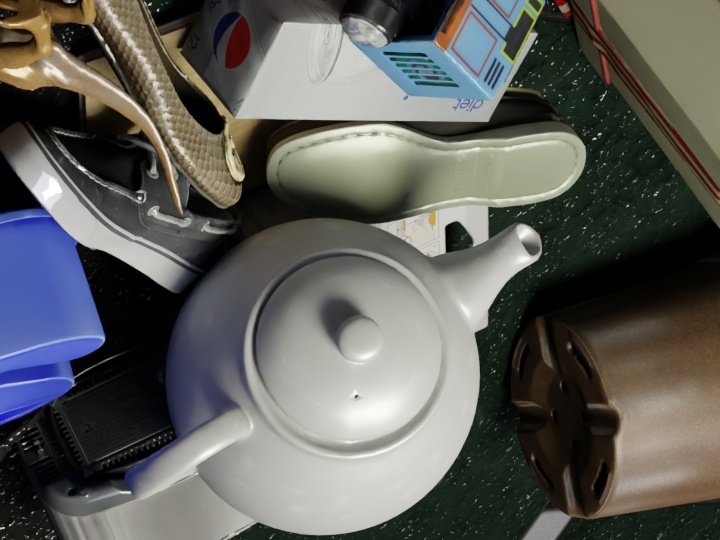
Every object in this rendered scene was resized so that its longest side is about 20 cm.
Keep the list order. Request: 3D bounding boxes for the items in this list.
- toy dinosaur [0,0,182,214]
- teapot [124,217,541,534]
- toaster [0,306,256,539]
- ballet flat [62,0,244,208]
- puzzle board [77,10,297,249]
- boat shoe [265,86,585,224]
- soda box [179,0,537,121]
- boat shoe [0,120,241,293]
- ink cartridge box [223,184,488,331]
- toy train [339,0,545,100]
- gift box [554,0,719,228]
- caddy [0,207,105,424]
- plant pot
[{"bbox_3d":[-0.161,-0.108,1.186,0.199,0.061,0.106,19,145,-14],"label":"toy dinosaur"},{"bbox_3d":[-0.019,0.056,1.350,0.196,0.201,0.146,15,166,-8],"label":"teapot"},{"bbox_3d":[-0.132,0.114,1.473,0.199,0.114,0.129,-26,147,-13],"label":"toaster"},{"bbox_3d":[-0.107,-0.113,1.238,0.046,0.067,0.200,-31,123,2],"label":"ballet flat"},{"bbox_3d":[-0.073,-0.101,1.366,0.199,0.017,0.151,-22,144,-23],"label":"puzzle board"},{"bbox_3d":[0.033,-0.074,1.423,0.200,0.061,0.072,-2,130,-20],"label":"boat shoe"},{"bbox_3d":[0.002,-0.128,1.331,0.199,0.064,0.068,-2,132,-43],"label":"soda box"},{"bbox_3d":[-0.126,-0.046,1.299,0.068,0.072,0.200,-41,149,8],"label":"boat shoe"},{"bbox_3d":[0.000,0.000,1.529,0.173,0.044,0.200,-27,144,-19],"label":"ink cartridge box"},{"bbox_3d":[0.057,-0.191,1.265,0.114,0.086,0.201,42,67,-39],"label":"toy train"},{"bbox_3d":[0.233,-0.165,1.425,0.184,0.187,0.200,-33,161,-5],"label":"gift box"},{"bbox_3d":[-0.236,0.028,1.283,0.199,0.105,0.141,-18,163,-30],"label":"caddy"},{"bbox_3d":[0.229,0.088,1.733,0.197,0.201,0.201,-11,138,-25],"label":"plant pot"}]
